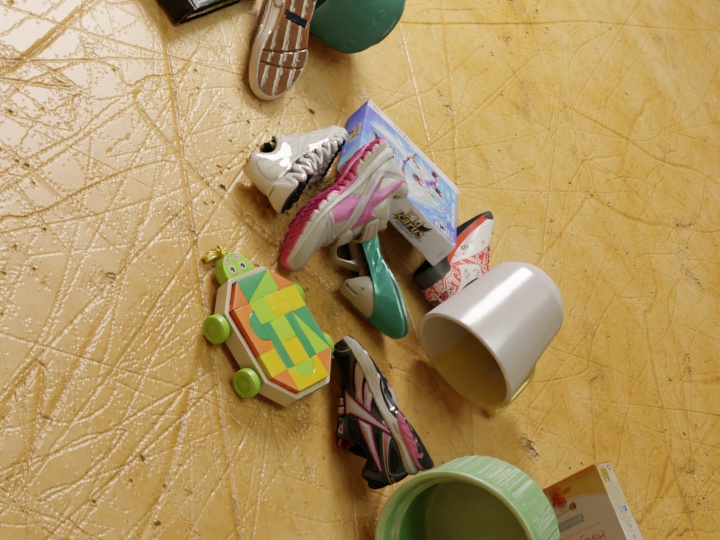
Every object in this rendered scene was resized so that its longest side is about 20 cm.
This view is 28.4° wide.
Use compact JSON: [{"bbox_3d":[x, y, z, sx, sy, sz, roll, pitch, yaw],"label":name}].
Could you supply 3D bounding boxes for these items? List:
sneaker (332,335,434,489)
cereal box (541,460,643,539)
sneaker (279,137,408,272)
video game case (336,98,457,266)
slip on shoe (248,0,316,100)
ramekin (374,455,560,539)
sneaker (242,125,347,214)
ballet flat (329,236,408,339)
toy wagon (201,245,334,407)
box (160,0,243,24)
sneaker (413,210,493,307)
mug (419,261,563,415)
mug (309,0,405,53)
[{"bbox_3d":[0.002,0.163,1.629,0.201,0.086,0.081,60,2,42],"label":"sneaker"},{"bbox_3d":[0.282,0.353,1.738,0.039,0.144,0.202,-1,63,-48],"label":"cereal box"},{"bbox_3d":[-0.014,-0.065,1.717,0.200,0.081,0.088,-46,103,-10],"label":"sneaker"},{"bbox_3d":[0.053,-0.120,1.877,0.181,0.045,0.200,43,21,-15],"label":"video game case"},{"bbox_3d":[-0.110,-0.311,1.872,0.076,0.060,0.202,26,66,-35],"label":"slip on shoe"},{"bbox_3d":[0.123,0.302,1.564,0.201,0.199,0.097,59,30,5],"label":"ramekin"},{"bbox_3d":[-0.078,-0.146,1.781,0.081,0.075,0.200,36,32,5],"label":"sneaker"},{"bbox_3d":[0.000,0.000,1.770,0.070,0.067,0.202,-7,65,-24],"label":"ballet flat"},{"bbox_3d":[-0.112,0.055,1.613,0.155,0.039,0.201,-23,81,-53],"label":"toy wagon"},{"bbox_3d":[-0.225,-0.428,1.847,0.194,0.047,0.200,58,36,-2],"label":"box"},{"bbox_3d":[0.149,0.004,1.920,0.108,0.067,0.201,55,37,-7],"label":"sneaker"},{"bbox_3d":[0.173,0.076,1.804,0.149,0.187,0.153,43,63,9],"label":"mug"},{"bbox_3d":[-0.006,-0.389,1.971,0.114,0.152,0.186,35,41,-28],"label":"mug"}]
